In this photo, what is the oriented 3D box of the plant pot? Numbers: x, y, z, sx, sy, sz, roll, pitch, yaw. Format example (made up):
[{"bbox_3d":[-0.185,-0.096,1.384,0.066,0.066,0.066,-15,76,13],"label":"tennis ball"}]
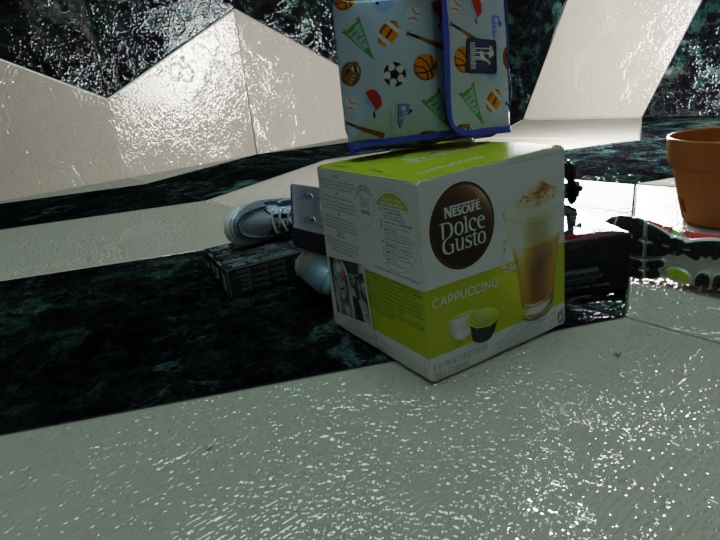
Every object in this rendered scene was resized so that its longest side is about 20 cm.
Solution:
[{"bbox_3d":[0.605,-0.152,0.892,0.195,0.144,0.201,-6,18,2],"label":"plant pot"}]

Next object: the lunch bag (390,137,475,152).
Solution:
[{"bbox_3d":[0.130,-0.198,1.095,0.138,0.205,0.166,-21,25,-40],"label":"lunch bag"}]

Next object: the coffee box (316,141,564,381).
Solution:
[{"bbox_3d":[0.089,-0.031,0.621,0.196,0.203,0.199,-17,21,-28],"label":"coffee box"}]

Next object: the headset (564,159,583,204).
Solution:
[{"bbox_3d":[0.226,-0.096,0.764,0.197,0.096,0.123,-31,29,-16],"label":"headset"}]

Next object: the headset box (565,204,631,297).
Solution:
[{"bbox_3d":[0.254,-0.026,0.743,0.145,0.079,0.201,-8,20,-3],"label":"headset box"}]

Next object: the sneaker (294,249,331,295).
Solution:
[{"bbox_3d":[0.000,0.000,0.799,0.197,0.075,0.082,-17,51,-42],"label":"sneaker"}]

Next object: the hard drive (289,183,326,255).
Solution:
[{"bbox_3d":[-0.005,-0.063,0.779,0.195,0.043,0.136,9,34,-16],"label":"hard drive"}]

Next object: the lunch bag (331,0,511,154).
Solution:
[{"bbox_3d":[0.072,-0.230,0.625,0.195,0.175,0.124,-5,11,1],"label":"lunch bag"}]

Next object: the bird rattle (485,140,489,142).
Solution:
[{"bbox_3d":[0.239,-0.233,1.333,0.195,0.115,0.165,-5,35,14],"label":"bird rattle"}]

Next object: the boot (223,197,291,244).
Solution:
[{"bbox_3d":[-0.131,-0.092,0.930,0.089,0.075,0.198,1,18,40],"label":"boot"}]

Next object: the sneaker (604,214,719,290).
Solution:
[{"bbox_3d":[0.408,-0.020,0.708,0.083,0.079,0.199,-5,22,-35],"label":"sneaker"}]

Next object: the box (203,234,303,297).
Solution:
[{"bbox_3d":[-0.147,-0.022,0.920,0.196,0.045,0.159,-16,21,-25],"label":"box"}]

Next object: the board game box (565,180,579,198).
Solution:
[{"bbox_3d":[0.234,-0.127,0.886,0.195,0.033,0.120,-10,15,-10],"label":"board game box"}]
